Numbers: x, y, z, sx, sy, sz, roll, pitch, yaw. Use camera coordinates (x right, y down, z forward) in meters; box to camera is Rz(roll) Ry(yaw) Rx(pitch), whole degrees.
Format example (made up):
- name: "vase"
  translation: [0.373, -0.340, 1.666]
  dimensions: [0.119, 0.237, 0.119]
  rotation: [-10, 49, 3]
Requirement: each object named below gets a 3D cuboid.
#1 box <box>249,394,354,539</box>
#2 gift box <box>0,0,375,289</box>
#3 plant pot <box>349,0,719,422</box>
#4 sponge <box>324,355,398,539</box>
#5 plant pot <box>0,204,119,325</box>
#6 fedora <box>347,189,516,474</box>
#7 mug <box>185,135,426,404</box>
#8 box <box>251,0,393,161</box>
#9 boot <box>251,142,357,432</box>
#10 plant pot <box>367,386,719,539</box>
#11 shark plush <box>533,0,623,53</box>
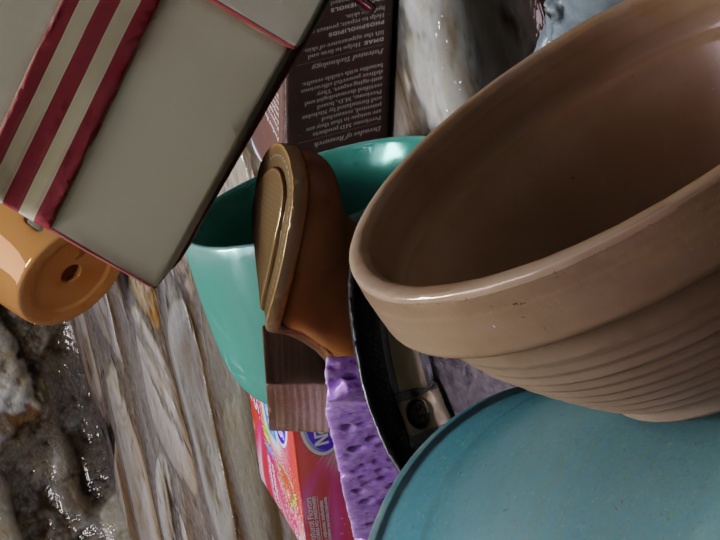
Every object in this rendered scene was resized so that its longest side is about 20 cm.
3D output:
- name: "box"
  translation: [-0.016, 0.063, 1.375]
  dimensions: [0.100, 0.095, 0.202]
  rotation: [-129, 29, -56]
- name: "gift box"
  translation: [-0.105, -0.114, 1.037]
  dimensions: [0.188, 0.184, 0.200]
  rotation: [-60, 8, 7]
- name: "plant pot"
  translation: [0.102, -0.017, 0.711]
  dimensions: [0.093, 0.200, 0.201]
  rotation: [58, 171, -19]
- name: "sponge"
  translation: [0.046, 0.098, 1.085]
  dimensions: [0.201, 0.110, 0.030]
  rotation: [81, -173, -59]
- name: "plant pot"
  translation: [-0.345, -0.036, 2.353]
  dimensions: [0.140, 0.199, 0.201]
  rotation: [46, 151, 32]
- name: "fedora"
  translation: [0.087, 0.033, 0.928]
  dimensions: [0.091, 0.200, 0.202]
  rotation: [-29, 73, 40]
- name: "mug"
  translation: [0.003, 0.002, 1.191]
  dimensions: [0.151, 0.184, 0.115]
  rotation: [3, 117, 51]
- name: "box"
  translation: [-0.029, -0.148, 1.276]
  dimensions: [0.201, 0.074, 0.101]
  rotation: [94, 156, -46]
- name: "boot"
  translation: [0.029, 0.009, 1.034]
  dimensions: [0.201, 0.154, 0.077]
  rotation: [88, 176, -46]
- name: "plant pot"
  translation: [0.128, 0.120, 0.750]
  dimensions: [0.188, 0.199, 0.202]
  rotation: [-26, 79, 59]
- name: "shark plush"
  translation: [0.082, -0.134, 0.851]
  dimensions: [0.200, 0.083, 0.092]
  rotation: [119, 135, -69]
